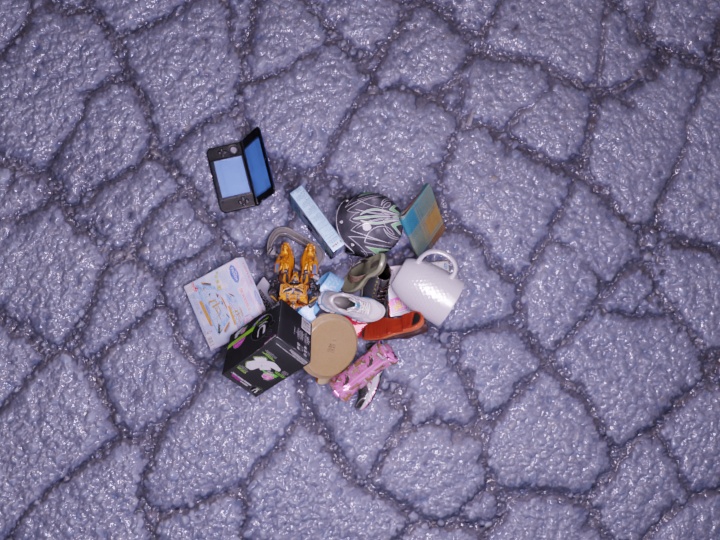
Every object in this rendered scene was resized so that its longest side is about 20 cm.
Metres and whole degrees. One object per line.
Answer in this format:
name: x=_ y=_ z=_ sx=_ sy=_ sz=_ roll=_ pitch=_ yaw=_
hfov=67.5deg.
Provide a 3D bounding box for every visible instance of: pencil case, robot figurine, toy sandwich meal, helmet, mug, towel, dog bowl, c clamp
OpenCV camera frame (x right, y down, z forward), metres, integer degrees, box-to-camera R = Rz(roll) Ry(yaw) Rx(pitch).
pencil case: x=0.008 y=0.279 z=1.488 sx=0.200 sy=0.087 sz=0.083 roll=-38 pitch=51 yaw=5
robot figurine: x=-0.178 y=0.018 z=1.473 sx=0.144 sy=0.058 sz=0.201 roll=1 pitch=54 yaw=-2
toy sandwich meal: x=-0.094 y=0.214 z=1.520 sx=0.204 sy=0.070 sz=0.207 roll=-5 pitch=101 yaw=-29
helmet: x=0.024 y=-0.131 z=1.541 sx=0.198 sy=0.191 sz=0.202 roll=2 pitch=80 yaw=-9
mug: x=0.193 y=0.029 z=1.513 sx=0.175 sy=0.148 sz=0.201 roll=31 pitch=118 yaw=2
towel: x=0.183 y=-0.138 z=1.574 sx=0.022 sy=0.200 sz=0.147 roll=23 pitch=65 yaw=38
dog bowl: x=-0.130 y=0.085 z=1.538 sx=0.050 sy=0.111 sz=0.200 roll=44 pitch=81 yaw=-13
c clamp: x=-0.191 y=-0.039 z=1.562 sx=0.199 sy=0.027 sz=0.171 roll=34 pitch=57 yaw=3

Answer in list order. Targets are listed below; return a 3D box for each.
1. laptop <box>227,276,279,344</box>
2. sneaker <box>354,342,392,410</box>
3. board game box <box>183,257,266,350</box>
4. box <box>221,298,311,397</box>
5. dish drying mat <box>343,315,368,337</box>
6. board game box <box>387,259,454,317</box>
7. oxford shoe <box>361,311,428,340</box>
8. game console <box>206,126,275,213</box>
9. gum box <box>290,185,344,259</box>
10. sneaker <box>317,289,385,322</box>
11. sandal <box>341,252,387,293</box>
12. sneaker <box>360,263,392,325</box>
laptop: x=-0.286 y=0.157 z=1.511 sx=0.188 sy=0.200 sz=0.116 roll=51 pitch=48 yaw=5
sneaker: x=0.019 y=0.303 z=1.565 sx=0.086 sy=0.080 sz=0.201 roll=21 pitch=75 yaw=10
board game box: x=-0.373 y=0.094 z=1.505 sx=0.199 sy=0.041 sz=0.201 roll=-25 pitch=87 yaw=20
box: x=-0.239 y=0.202 z=1.397 sx=0.199 sy=0.149 sz=0.124 roll=-34 pitch=121 yaw=20
dish drying mat: x=-0.060 y=0.180 z=1.588 sx=0.199 sy=0.018 sz=0.077 roll=-24 pitch=86 yaw=-9
board game box: x=0.174 y=0.055 z=1.618 sx=0.198 sy=0.040 sz=0.154 roll=-5 pitch=84 yaw=-7
oxford shoe: x=0.097 y=0.175 z=1.529 sx=0.199 sy=0.073 sz=0.072 roll=-14 pitch=47 yaw=27
game console: x=-0.348 y=-0.288 z=1.556 sx=0.169 sy=0.118 sz=0.201 roll=-14 pitch=85 yaw=-8
gum box: x=-0.124 y=-0.133 z=1.538 sx=0.044 sy=0.170 sz=0.201 roll=-36 pitch=88 yaw=-8
sneaker: x=-0.013 y=0.102 z=1.474 sx=0.199 sy=0.087 sz=0.076 roll=12 pitch=83 yaw=-25
sandal: x=0.000 y=-0.001 z=1.538 sx=0.057 sy=0.201 sz=0.080 roll=18 pitch=54 yaw=-29
sneaker: x=0.050 y=0.072 z=1.561 sx=0.074 sy=0.106 sz=0.202 roll=-6 pitch=84 yaw=-24
